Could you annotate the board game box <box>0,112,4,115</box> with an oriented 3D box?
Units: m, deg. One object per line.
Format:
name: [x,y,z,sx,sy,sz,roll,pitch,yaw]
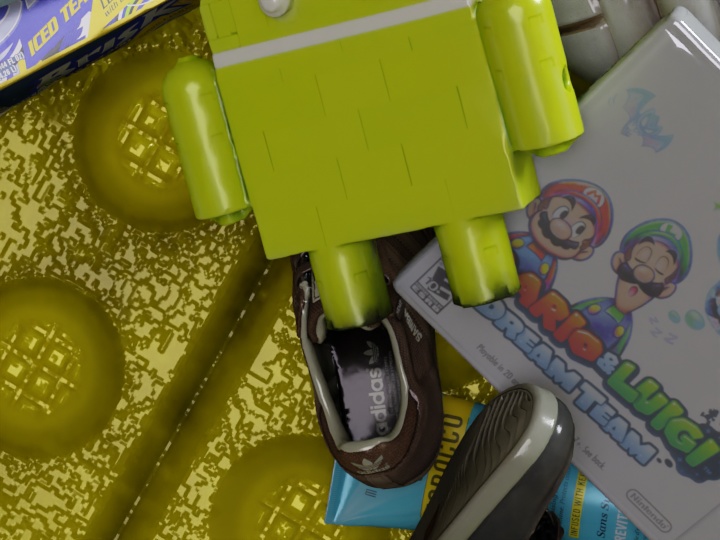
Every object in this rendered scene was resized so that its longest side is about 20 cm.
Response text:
board game box: [-0.176,-0.197,1.008,0.151,0.046,0.201,-35,89,5]

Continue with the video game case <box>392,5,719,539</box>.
video game case: [0.143,0.017,0.905,0.200,0.024,0.182,44,118,-4]

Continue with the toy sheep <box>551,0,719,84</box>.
toy sheep: [0.144,-0.138,0.937,0.199,0.138,0.139,-22,90,-3]

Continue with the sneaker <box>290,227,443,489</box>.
sneaker: [0.000,0.000,0.971,0.070,0.076,0.201,-15,80,11]

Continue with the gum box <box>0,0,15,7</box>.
gum box: [-0.202,-0.201,0.927,0.169,0.045,0.201,-21,65,7]

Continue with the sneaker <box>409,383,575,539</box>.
sneaker: [0.080,0.133,0.952,0.106,0.075,0.200,23,137,-3]

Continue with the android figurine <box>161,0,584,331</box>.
android figurine: [0.002,-0.077,0.887,0.181,0.041,0.201,-9,102,23]

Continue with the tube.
tube: [0.084,0.101,0.997,0.199,0.050,0.078,10,90,11]

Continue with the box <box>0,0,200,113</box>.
box: [-0.105,-0.145,0.949,0.199,0.064,0.070,-27,89,6]
